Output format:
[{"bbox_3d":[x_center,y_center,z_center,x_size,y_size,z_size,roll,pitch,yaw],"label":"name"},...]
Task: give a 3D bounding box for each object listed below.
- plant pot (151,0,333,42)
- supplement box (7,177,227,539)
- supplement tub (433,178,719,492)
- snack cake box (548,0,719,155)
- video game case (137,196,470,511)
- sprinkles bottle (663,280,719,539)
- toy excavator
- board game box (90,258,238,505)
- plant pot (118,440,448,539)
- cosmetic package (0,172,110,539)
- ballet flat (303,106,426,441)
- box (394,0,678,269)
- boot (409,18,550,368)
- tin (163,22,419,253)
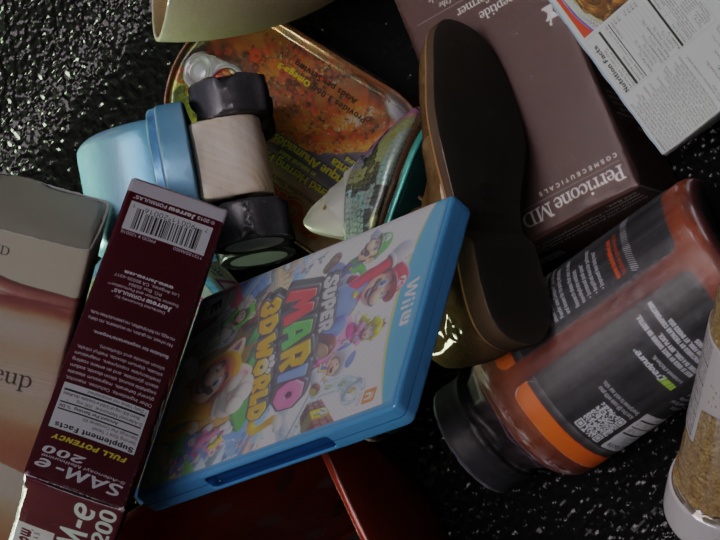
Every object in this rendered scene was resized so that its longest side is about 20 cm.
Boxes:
[{"bbox_3d":[-0.048,-0.231,1.668,0.134,0.200,0.201,4,87,-9],"label":"plant pot"},{"bbox_3d":[-0.135,0.062,1.550,0.061,0.109,0.200,19,57,-3],"label":"supplement box"},{"bbox_3d":[0.137,0.043,1.570,0.200,0.107,0.107,-36,70,21],"label":"supplement tub"},{"bbox_3d":[0.160,-0.179,1.550,0.200,0.067,0.115,55,138,4],"label":"snack cake box"},{"bbox_3d":[-0.032,0.046,1.522,0.200,0.018,0.143,-22,39,40],"label":"video game case"},{"bbox_3d":[0.208,0.066,1.487,0.068,0.068,0.200,35,142,26],"label":"sprinkles bottle"},{"bbox_3d":[-0.143,-0.041,1.684,0.199,0.194,0.100,-9,81,-1],"label":"toy excavator"},{"bbox_3d":[-0.106,0.076,1.740,0.135,0.034,0.200,-49,66,16],"label":"board game box"},{"bbox_3d":[-0.026,0.214,1.603,0.200,0.176,0.200,-34,70,22],"label":"plant pot"},{"bbox_3d":[-0.218,0.051,1.614,0.103,0.087,0.200,14,110,-3],"label":"cosmetic package"},{"bbox_3d":[0.000,0.000,1.637,0.071,0.069,0.201,12,104,24],"label":"ballet flat"},{"bbox_3d":[0.097,-0.112,1.626,0.100,0.075,0.200,-28,75,23],"label":"box"},{"bbox_3d":[0.049,-0.042,1.563,0.075,0.073,0.201,-28,61,44],"label":"boot"},{"bbox_3d":[-0.033,-0.080,1.713,0.200,0.042,0.112,35,98,26],"label":"tin"}]
